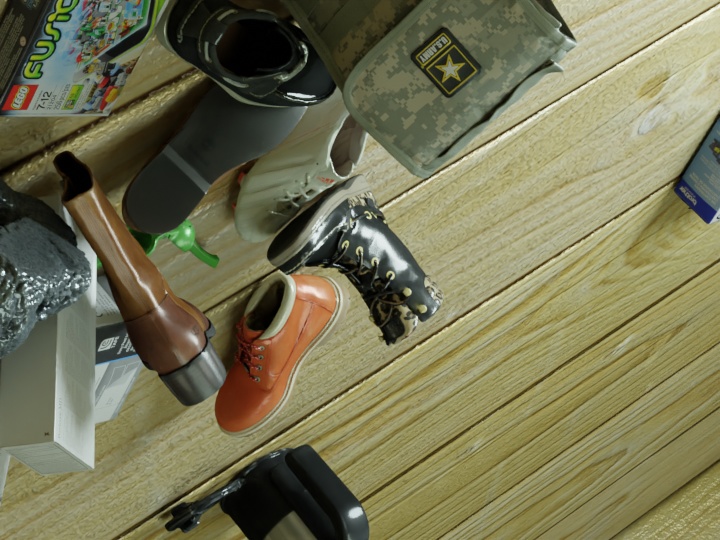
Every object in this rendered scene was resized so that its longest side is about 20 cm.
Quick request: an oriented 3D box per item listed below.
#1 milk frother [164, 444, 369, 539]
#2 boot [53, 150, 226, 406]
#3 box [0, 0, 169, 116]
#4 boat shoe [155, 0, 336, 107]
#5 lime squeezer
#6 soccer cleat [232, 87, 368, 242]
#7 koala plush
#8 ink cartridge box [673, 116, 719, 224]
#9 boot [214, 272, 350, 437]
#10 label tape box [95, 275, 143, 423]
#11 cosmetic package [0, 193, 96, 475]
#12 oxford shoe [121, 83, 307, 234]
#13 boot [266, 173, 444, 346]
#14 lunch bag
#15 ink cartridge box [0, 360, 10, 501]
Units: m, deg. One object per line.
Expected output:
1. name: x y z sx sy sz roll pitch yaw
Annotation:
1. milk frother: -0.102 0.322 1.897 0.200 0.188 0.181 -30 153 -21
2. boot: -0.192 -0.003 1.276 0.068 0.188 0.200 -31 112 1
3. box: -0.183 -0.194 1.120 0.110 0.035 0.200 -8 140 -49
4. boat shoe: -0.073 -0.164 1.256 0.200 0.067 0.072 17 93 -56
5. lime squeezer: -0.189 -0.019 1.405 0.200 0.038 0.071 -12 162 -47
6. soccer cleat: -0.049 -0.091 1.430 0.069 0.078 0.200 -7 139 -50
7. koala plush: -0.309 0.032 1.159 0.200 0.177 0.184 -50 166 11
8. ink cartridge box: 0.507 -0.144 2.140 0.136 0.076 0.200 -18 145 -39
9. boot: -0.104 0.084 1.653 0.200 0.075 0.107 -56 149 12
10. label tape box: -0.280 0.082 1.399 0.200 0.063 0.144 -12 142 -47
11. cosmetic package: -0.242 0.050 1.252 0.050 0.201 0.083 -7 157 9
12. oxford shoe: -0.124 -0.107 1.334 0.200 0.071 0.071 -42 -167 -16
13. boot: 0.000 0.000 1.497 0.073 0.151 0.200 -35 -176 22
14. lunch bag: 0.053 -0.193 1.241 0.164 0.200 0.117 -41 157 21
15. ink cartridge box: -0.362 0.146 1.307 0.144 0.085 0.200 0 139 -20
